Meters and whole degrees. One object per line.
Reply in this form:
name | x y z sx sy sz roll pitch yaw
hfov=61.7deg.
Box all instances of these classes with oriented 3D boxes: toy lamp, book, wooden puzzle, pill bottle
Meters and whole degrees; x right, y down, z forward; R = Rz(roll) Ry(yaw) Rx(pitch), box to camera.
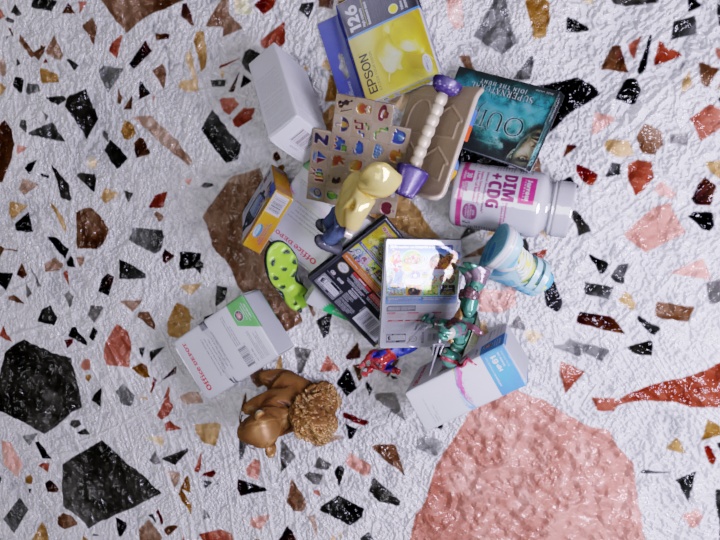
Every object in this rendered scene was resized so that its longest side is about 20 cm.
toy lamp | 0.108 -0.216 0.990 0.058 0.058 0.200 24 93 13
book | 0.000 0.000 1.140 0.133 0.048 0.200 24 110 -24
wooden puzzle | 0.126 -0.226 1.057 0.185 0.046 0.200 29 98 55
pill bottle | 0.261 -0.119 1.041 0.200 0.113 0.114 10 100 15

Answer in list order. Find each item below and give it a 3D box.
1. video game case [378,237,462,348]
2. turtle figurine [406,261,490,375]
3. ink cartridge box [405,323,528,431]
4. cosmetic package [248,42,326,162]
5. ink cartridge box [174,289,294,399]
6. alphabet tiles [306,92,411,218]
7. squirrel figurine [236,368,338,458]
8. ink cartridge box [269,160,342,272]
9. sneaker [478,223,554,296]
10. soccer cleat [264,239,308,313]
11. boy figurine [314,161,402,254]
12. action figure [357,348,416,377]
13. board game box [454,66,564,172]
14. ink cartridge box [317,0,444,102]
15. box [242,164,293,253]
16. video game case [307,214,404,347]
video game case | 0.107 0.042 1.090 0.143 0.018 0.201 0 102 -12
turtle figurine | 0.160 0.089 1.026 0.101 0.150 0.200 25 82 -14
ink cartridge box | 0.193 0.190 1.086 0.200 0.145 0.085 -32 90 18
cosmetic package | -0.131 -0.307 1.101 0.074 0.102 0.200 -33 56 21
ink cartridge box | -0.264 0.153 1.255 0.200 0.084 0.146 -32 87 18
alphabet tiles | -0.005 -0.198 1.041 0.167 0.008 0.200 14 121 7
squirrel figurine | -0.142 0.281 1.180 0.200 0.187 0.142 -7 95 18
ink cartridge box | -0.073 -0.112 1.159 0.145 0.087 0.200 38 105 9
sneaker | 0.277 -0.014 1.020 0.130 0.200 0.080 22 83 5
soccer cleat | -0.150 0.006 1.153 0.067 0.200 0.081 -38 54 -16
boy figurine | -0.007 -0.117 1.013 0.064 0.125 0.200 23 133 -25
action figure | 0.072 0.154 1.146 0.200 0.099 0.065 -39 93 21
board game box | 0.229 -0.262 1.035 0.200 0.028 0.136 29 103 36
ink cartridge box | 0.029 -0.410 1.103 0.200 0.047 0.198 -19 86 17
box | -0.179 -0.124 1.139 0.041 0.200 0.119 28 106 -23
video game case | 0.035 0.024 1.118 0.181 0.026 0.200 -37 114 11
